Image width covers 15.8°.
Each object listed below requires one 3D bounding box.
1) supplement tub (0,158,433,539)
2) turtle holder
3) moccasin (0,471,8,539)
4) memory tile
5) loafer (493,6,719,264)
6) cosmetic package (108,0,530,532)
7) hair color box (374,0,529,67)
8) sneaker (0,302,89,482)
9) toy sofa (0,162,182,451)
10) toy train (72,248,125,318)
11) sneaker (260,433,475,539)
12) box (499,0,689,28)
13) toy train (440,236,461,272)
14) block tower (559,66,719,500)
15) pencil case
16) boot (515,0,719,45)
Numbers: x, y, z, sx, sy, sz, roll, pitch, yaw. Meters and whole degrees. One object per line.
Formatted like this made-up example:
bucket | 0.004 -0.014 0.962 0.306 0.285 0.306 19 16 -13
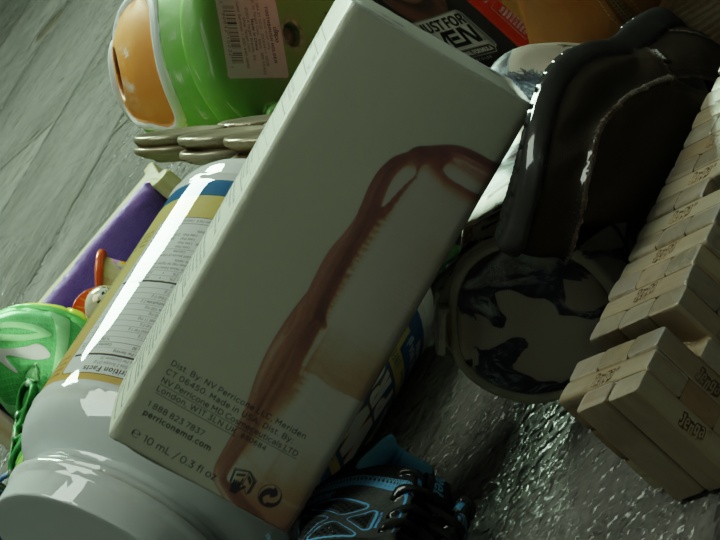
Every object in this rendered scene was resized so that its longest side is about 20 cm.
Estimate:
supplement tub | -0.068 0.063 1.207 0.145 0.145 0.200 -24 30 57
turtle holder | -0.065 -0.136 1.513 0.131 0.141 0.186 -14 24 40
moccasin | -0.192 0.137 1.353 0.080 0.068 0.200 -42 -21 -7
memory tile | -0.004 -0.074 1.329 0.199 0.017 0.153 -11 8 -31
loafer | 0.115 -0.055 1.039 0.200 0.071 0.073 -43 -28 -55
cosmetic package | -0.017 -0.007 1.060 0.200 0.087 0.103 -61 6 9
hair color box | 0.032 -0.179 1.385 0.061 0.200 0.101 -54 16 -16
sneaker | -0.146 0.085 1.308 0.200 0.083 0.074 46 124 35
toy sofa | -0.158 0.034 1.625 0.200 0.083 0.098 -49 15 2
toy train | -0.144 0.057 1.482 0.200 0.055 0.151 -71 -5 -63
sneaker | 0.007 0.114 1.019 0.082 0.073 0.200 -51 16 0
box | 0.149 -0.197 1.250 0.200 0.124 0.098 -34 22 45
toy train | 0.000 0.000 1.325 0.200 0.056 0.042 -37 19 44
block tower | 0.141 -0.009 0.973 0.054 0.058 0.200 -27 27 52
pencil case | 0.078 -0.024 1.124 0.089 0.078 0.200 -6 30 12
boot | 0.089 -0.136 1.216 0.200 0.155 0.074 -39 19 32
